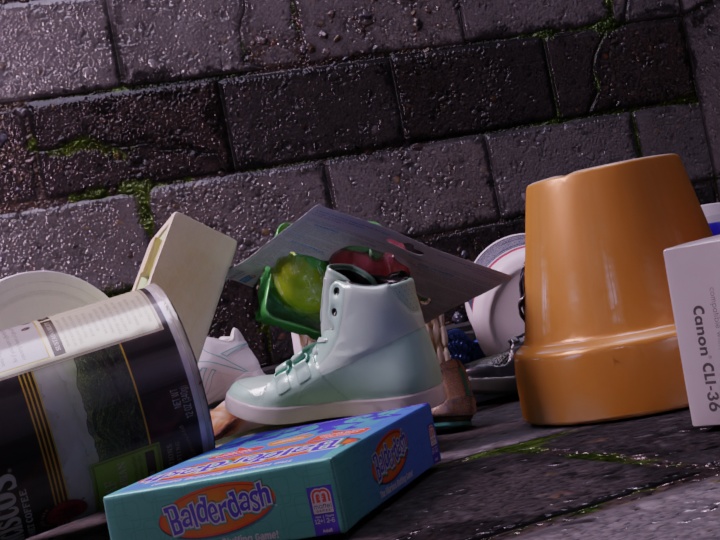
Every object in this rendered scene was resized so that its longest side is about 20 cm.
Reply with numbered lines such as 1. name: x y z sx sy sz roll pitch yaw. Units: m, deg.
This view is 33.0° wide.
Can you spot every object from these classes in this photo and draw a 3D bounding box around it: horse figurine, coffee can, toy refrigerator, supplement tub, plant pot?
1. horse figurine: -0.133 0.159 1.272 0.198 0.051 0.132 -15 -7 -40
2. coffee can: -0.220 0.107 0.864 0.198 0.149 0.146 -18 1 -21
3. toy refrigerator: -0.174 0.059 1.030 0.069 0.202 0.076 25 -29 -17
4. supplement tub: 0.185 0.035 1.321 0.138 0.143 0.200 -11 7 3
5. plant pot: 0.209 0.011 0.971 0.197 0.186 0.200 -12 -1 0

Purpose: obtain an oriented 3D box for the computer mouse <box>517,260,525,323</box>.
1. computer mouse: 0.240 0.042 1.098 0.197 0.141 0.053 -3 22 6

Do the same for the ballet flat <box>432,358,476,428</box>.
1. ballet flat: 0.016 0.113 1.080 0.198 0.068 0.068 -12 -10 33

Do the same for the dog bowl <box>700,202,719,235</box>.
1. dog bowl: 0.349 0.009 1.286 0.197 0.080 0.201 -10 -23 -4

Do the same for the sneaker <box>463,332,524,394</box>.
1. sneaker: 0.180 0.059 1.187 0.196 0.116 0.076 -14 -3 8

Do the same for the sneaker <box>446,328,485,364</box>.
1. sneaker: 0.101 0.106 1.399 0.077 0.071 0.199 -15 -10 27

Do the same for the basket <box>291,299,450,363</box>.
1. basket: 0.008 0.085 1.247 0.121 0.138 0.200 -9 -1 -15

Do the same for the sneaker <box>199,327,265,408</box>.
1. sneaker: -0.187 0.118 1.302 0.070 0.081 0.199 -28 -7 38

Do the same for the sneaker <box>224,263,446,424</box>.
1. sneaker: -0.029 0.056 0.968 0.198 0.120 0.073 -9 3 30

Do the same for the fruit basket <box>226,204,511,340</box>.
1. fruit basket: 0.000 0.000 1.029 0.183 0.095 0.200 18 -30 -22

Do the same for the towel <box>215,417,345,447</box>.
1. towel: -0.068 0.145 0.981 0.197 0.037 0.148 -12 0 21

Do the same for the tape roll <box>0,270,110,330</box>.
1. tape roll: -0.300 0.111 1.052 0.138 0.206 0.201 -13 -2 43

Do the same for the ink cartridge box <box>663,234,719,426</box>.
1. ink cartridge box: 0.257 0.031 0.791 0.067 0.118 0.199 -11 -1 36

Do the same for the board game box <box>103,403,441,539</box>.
1. board game box: -0.047 0.132 0.776 0.150 0.046 0.200 -12 -1 19
